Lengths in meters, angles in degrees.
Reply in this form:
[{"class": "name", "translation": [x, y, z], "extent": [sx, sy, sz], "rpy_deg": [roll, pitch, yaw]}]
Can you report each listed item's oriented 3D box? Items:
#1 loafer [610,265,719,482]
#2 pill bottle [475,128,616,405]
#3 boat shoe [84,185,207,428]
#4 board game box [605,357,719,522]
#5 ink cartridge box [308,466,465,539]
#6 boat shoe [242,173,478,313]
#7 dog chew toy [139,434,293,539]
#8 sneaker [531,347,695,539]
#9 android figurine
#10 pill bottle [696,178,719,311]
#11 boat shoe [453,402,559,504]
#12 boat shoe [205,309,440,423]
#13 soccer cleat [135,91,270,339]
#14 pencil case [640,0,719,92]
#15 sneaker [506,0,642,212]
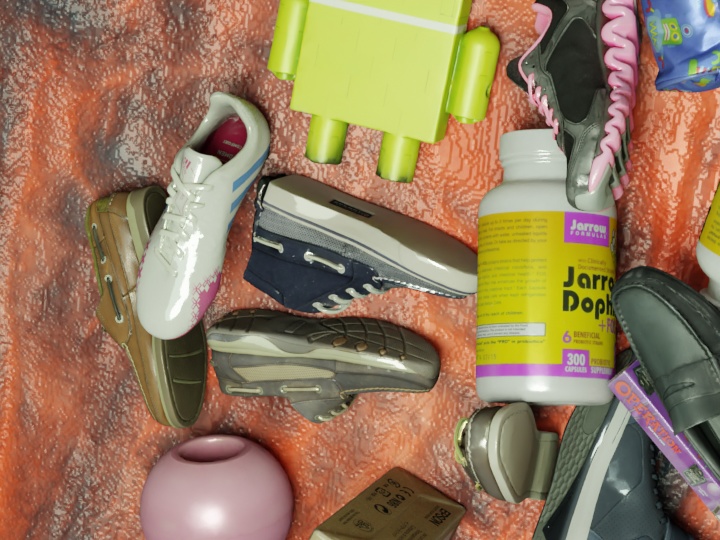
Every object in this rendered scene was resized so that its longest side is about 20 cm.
[{"class": "loafer", "translation": [0.242, 0.086, 1.281], "extent": [0.201, 0.070, 0.068], "rpy_deg": [52, 136, -1]}, {"class": "pill bottle", "translation": [0.138, -0.001, 1.366], "extent": [0.104, 0.104, 0.200], "rpy_deg": [-1, 84, 18]}, {"class": "boat shoe", "translation": [-0.177, 0.033, 1.507], "extent": [0.068, 0.072, 0.200], "rpy_deg": [-11, 85, 23]}, {"class": "board game box", "translation": [0.280, 0.128, 1.344], "extent": [0.200, 0.120, 0.032], "rpy_deg": [51, 143, 4]}, {"class": "ink cartridge box", "translation": [-0.008, 0.256, 1.412], "extent": [0.075, 0.200, 0.165], "rpy_deg": [29, 107, 12]}, {"class": "boat shoe", "translation": [0.000, 0.000, 1.444], "extent": [0.200, 0.075, 0.093], "rpy_deg": [25, 111, 21]}, {"class": "dog chew toy", "translation": [-0.112, 0.238, 1.490], "extent": [0.124, 0.125, 0.200], "rpy_deg": [1, 106, 18]}, {"class": "sneaker", "translation": [0.221, 0.172, 1.396], "extent": [0.146, 0.077, 0.203], "rpy_deg": [24, 78, -13]}, {"class": "android figurine", "translation": [0.017, -0.174, 1.422], "extent": [0.182, 0.041, 0.200], "rpy_deg": [13, 103, 16]}, {"class": "pill bottle", "translation": [0.307, -0.041, 1.310], "extent": [0.112, 0.112, 0.200], "rpy_deg": [21, 104, 14]}, {"class": "boat shoe", "translation": [0.101, 0.134, 1.362], "extent": [0.059, 0.200, 0.072], "rpy_deg": [9, 83, 18]}, {"class": "boat shoe", "translation": [-0.028, 0.079, 1.467], "extent": [0.200, 0.074, 0.073], "rpy_deg": [8, 111, 25]}, {"class": "soccer cleat", "translation": [-0.132, -0.047, 1.429], "extent": [0.070, 0.086, 0.200], "rpy_deg": [16, 75, 19]}, {"class": "pencil case", "translation": [0.235, -0.228, 1.320], "extent": [0.078, 0.087, 0.200], "rpy_deg": [-13, 96, -15]}, {"class": "sneaker", "translation": [0.151, -0.126, 1.324], "extent": [0.095, 0.079, 0.200], "rpy_deg": [2, 55, 11]}]
